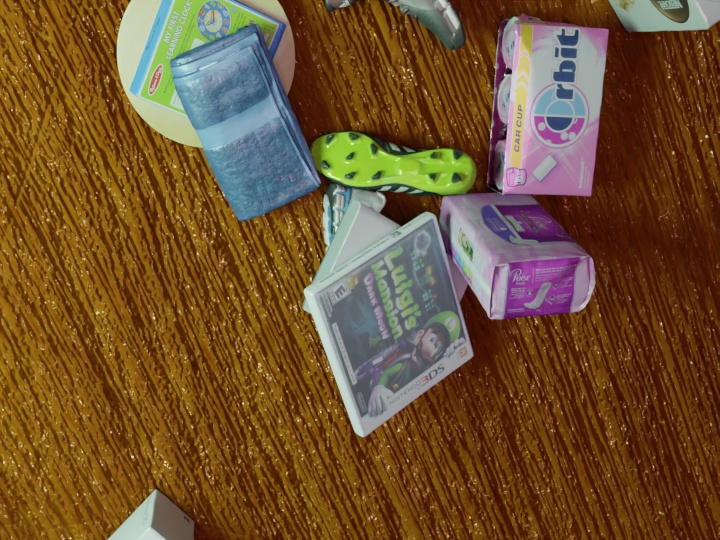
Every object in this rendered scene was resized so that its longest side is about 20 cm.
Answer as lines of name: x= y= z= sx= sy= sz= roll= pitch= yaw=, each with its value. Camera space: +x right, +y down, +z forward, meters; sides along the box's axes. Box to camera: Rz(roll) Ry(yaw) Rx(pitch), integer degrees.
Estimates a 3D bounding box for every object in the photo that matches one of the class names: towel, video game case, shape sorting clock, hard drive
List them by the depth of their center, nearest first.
towel: x=-0.126 y=-0.159 z=1.016 sx=0.110 sy=0.049 sz=0.203 roll=-25 pitch=118 yaw=-5
shape sorting clock: x=-0.170 y=-0.238 z=1.019 sx=0.196 sy=0.039 sz=0.204 roll=-6 pitch=114 yaw=-14
video game case: x=0.040 y=0.063 z=1.055 sx=0.180 sy=0.023 sz=0.203 roll=-32 pitch=120 yaw=-24
hard drive: x=0.037 y=0.020 z=1.071 sx=0.198 sy=0.027 sz=0.134 roll=27 pitch=88 yaw=-38

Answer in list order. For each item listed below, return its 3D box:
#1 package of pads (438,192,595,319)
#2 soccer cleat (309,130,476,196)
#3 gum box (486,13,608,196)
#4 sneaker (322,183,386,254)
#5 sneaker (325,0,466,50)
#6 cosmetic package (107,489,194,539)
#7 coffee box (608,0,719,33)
package of pads: x=0.171 y=-0.023 z=1.036 sx=0.118 sy=0.201 sz=0.077 roll=-5 pitch=117 yaw=-11
soccer cleat: x=0.037 y=-0.116 z=1.068 sx=0.196 sy=0.081 sz=0.069 roll=9 pitch=79 yaw=10
gum box: x=0.218 y=-0.193 z=1.074 sx=0.111 sy=0.066 sz=0.205 roll=1 pitch=103 yaw=-10
sneaker: x=0.000 y=0.000 z=1.088 sx=0.085 sy=0.075 sz=0.204 roll=-1 pitch=105 yaw=-16
sneaker: x=0.023 y=-0.306 z=1.023 sx=0.115 sy=0.076 sz=0.201 roll=-37 pitch=95 yaw=7
cosmetic package: x=-0.294 y=0.379 z=1.116 sx=0.071 sy=0.101 sz=0.200 roll=43 pitch=93 yaw=-15
coffee box: x=0.358 y=-0.395 z=0.979 sx=0.199 sy=0.200 sz=0.199 roll=-36 pitch=106 yaw=1
